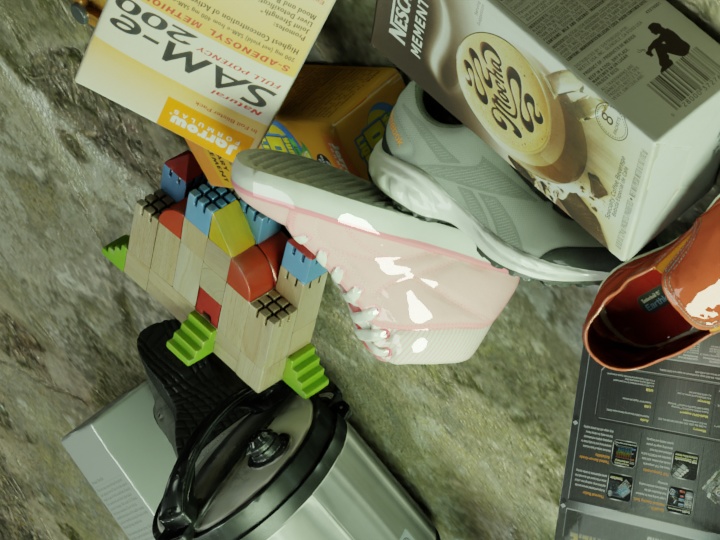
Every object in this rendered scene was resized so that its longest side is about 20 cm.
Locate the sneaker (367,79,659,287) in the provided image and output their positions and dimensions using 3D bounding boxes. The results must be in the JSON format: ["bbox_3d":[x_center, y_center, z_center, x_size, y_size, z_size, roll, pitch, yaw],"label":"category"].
[{"bbox_3d":[0.091,-0.051,1.510,0.199,0.074,0.080,30,118,27],"label":"sneaker"}]

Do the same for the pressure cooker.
[{"bbox_3d":[-0.055,0.186,1.906,0.200,0.178,0.176,50,-169,-19],"label":"pressure cooker"}]

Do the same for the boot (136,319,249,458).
[{"bbox_3d":[-0.124,0.145,2.091,0.131,0.067,0.201,84,163,-51],"label":"boot"}]

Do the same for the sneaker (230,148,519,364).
[{"bbox_3d":[0.000,0.000,1.574,0.199,0.105,0.075,19,-165,-20],"label":"sneaker"}]

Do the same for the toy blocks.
[{"bbox_3d":[-0.097,-0.012,1.865,0.200,0.100,0.137,40,140,24],"label":"toy blocks"}]

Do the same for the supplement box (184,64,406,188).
[{"bbox_3d":[-0.039,-0.092,1.679,0.199,0.069,0.067,6,130,54],"label":"supplement box"}]

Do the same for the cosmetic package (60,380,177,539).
[{"bbox_3d":[-0.170,0.205,2.257,0.201,0.071,0.101,55,155,-3],"label":"cosmetic package"}]

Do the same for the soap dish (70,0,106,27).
[{"bbox_3d":[-0.138,-0.226,1.661,0.157,0.081,0.201,31,148,38],"label":"soap dish"}]

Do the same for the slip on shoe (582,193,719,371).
[{"bbox_3d":[0.193,0.003,1.380,0.074,0.061,0.200,49,136,-8],"label":"slip on shoe"}]

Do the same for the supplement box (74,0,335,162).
[{"bbox_3d":[-0.080,-0.170,1.542,0.125,0.074,0.200,27,138,-3],"label":"supplement box"}]

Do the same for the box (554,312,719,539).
[{"bbox_3d":[0.196,0.111,1.455,0.200,0.048,0.160,6,87,57],"label":"box"}]

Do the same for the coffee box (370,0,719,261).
[{"bbox_3d":[0.104,-0.117,1.391,0.200,0.080,0.113,42,153,21],"label":"coffee box"}]
